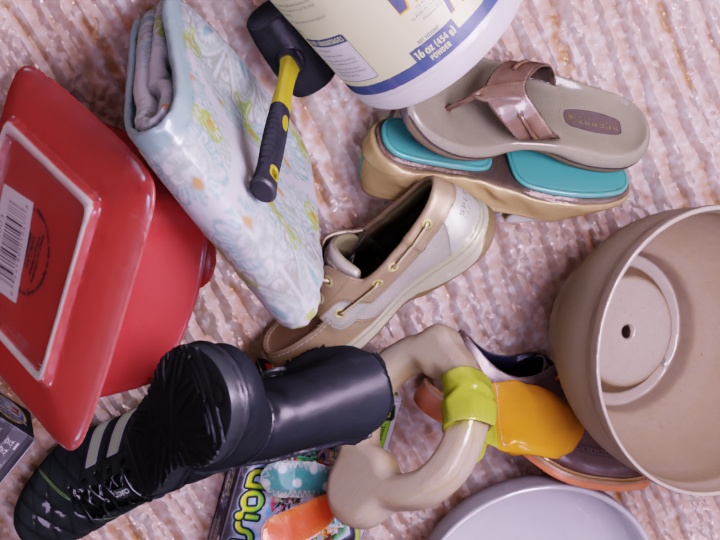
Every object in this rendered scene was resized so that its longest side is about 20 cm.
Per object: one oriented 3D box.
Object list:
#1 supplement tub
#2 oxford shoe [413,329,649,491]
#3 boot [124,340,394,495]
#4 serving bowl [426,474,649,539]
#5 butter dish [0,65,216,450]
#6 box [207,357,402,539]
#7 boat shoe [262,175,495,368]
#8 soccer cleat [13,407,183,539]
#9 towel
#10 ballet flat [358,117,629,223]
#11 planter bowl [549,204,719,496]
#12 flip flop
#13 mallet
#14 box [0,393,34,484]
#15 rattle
[{"bbox_3d":[-0.003,-0.218,1.333,0.145,0.145,0.200,-42,116,6],"label":"supplement tub"},{"bbox_3d":[0.141,0.107,1.550,0.199,0.071,0.073,23,102,-21],"label":"oxford shoe"},{"bbox_3d":[-0.052,0.081,1.361,0.167,0.200,0.077,-15,75,-26],"label":"boot"},{"bbox_3d":[0.126,0.240,1.604,0.198,0.066,0.202,-5,114,-12],"label":"serving bowl"},{"bbox_3d":[-0.162,-0.010,1.381,0.147,0.199,0.202,1,116,-39],"label":"butter dish"},{"bbox_3d":[-0.048,0.169,1.548,0.109,0.035,0.202,9,110,-17],"label":"box"},{"bbox_3d":[0.000,0.000,1.451,0.199,0.074,0.066,-38,123,20],"label":"boat shoe"},{"bbox_3d":[-0.162,0.138,1.481,0.199,0.081,0.068,-35,116,2],"label":"soccer cleat"},{"bbox_3d":[-0.084,-0.077,1.346,0.048,0.201,0.171,-32,119,15],"label":"towel"},{"bbox_3d":[0.092,-0.066,1.478,0.198,0.069,0.063,11,138,-15],"label":"ballet flat"},{"bbox_3d":[0.217,0.049,1.492,0.198,0.134,0.202,-3,98,-27],"label":"planter bowl"},{"bbox_3d":[0.118,-0.114,1.438,0.198,0.082,0.058,9,154,-21],"label":"flip flop"},{"bbox_3d":[-0.056,-0.114,1.341,0.041,0.200,0.066,-24,113,20],"label":"mallet"},{"bbox_3d":[-0.349,0.142,1.457,0.160,0.044,0.200,35,100,-24],"label":"box"},{"bbox_3d":[0.038,0.140,1.498,0.200,0.130,0.142,-50,152,18],"label":"rattle"}]
